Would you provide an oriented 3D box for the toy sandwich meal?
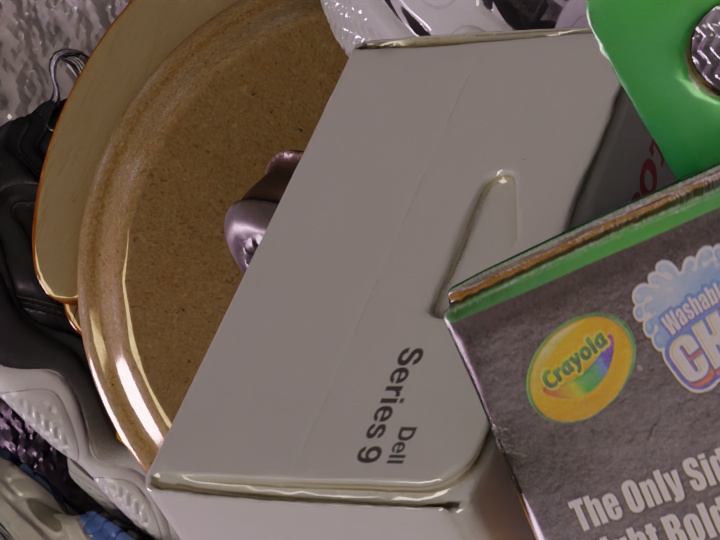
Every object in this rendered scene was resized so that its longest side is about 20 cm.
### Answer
[{"bbox_3d":[0.000,0.000,0.875,0.205,0.070,0.205,0,90,-5],"label":"toy sandwich meal"}]

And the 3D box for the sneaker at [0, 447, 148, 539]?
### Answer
[{"bbox_3d":[-0.121,0.113,0.985,0.077,0.085,0.200,44,168,-31],"label":"sneaker"}]

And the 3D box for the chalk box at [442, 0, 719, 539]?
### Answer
[{"bbox_3d":[0.113,0.023,0.594,0.124,0.124,0.200,-23,87,42],"label":"chalk box"}]

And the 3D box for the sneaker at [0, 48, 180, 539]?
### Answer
[{"bbox_3d":[-0.061,0.020,0.951,0.200,0.114,0.075,47,169,-24],"label":"sneaker"}]

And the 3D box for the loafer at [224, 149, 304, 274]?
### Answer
[{"bbox_3d":[0.062,-0.012,0.816,0.073,0.200,0.071,108,168,-67],"label":"loafer"}]

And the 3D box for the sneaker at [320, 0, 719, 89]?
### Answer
[{"bbox_3d":[0.085,-0.084,0.789,0.200,0.115,0.075,7,108,46],"label":"sneaker"}]

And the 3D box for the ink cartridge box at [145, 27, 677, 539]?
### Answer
[{"bbox_3d":[0.047,0.059,0.711,0.087,0.145,0.200,0,139,29],"label":"ink cartridge box"}]
